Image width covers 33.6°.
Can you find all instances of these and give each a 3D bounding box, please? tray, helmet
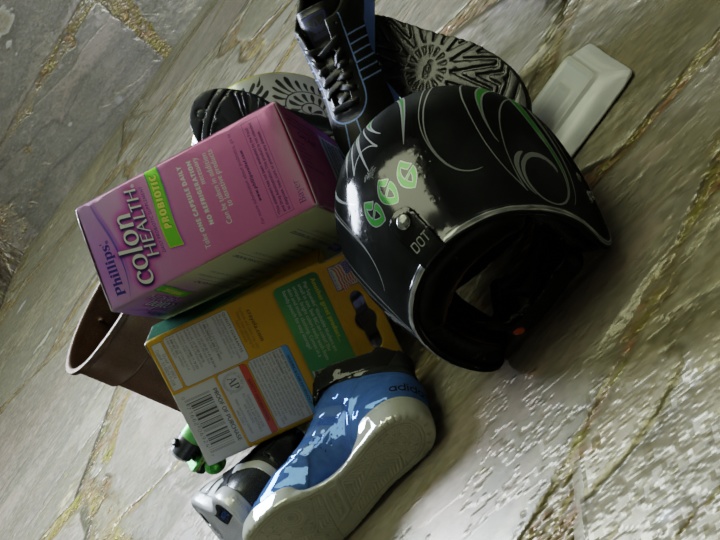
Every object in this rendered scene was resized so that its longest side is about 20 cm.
[{"bbox_3d":[0.147,-0.105,1.025,0.201,0.022,0.108,-54,20,13],"label":"tray"},{"bbox_3d":[0.075,-0.043,0.896,0.201,0.199,0.192,-50,39,21],"label":"helmet"}]

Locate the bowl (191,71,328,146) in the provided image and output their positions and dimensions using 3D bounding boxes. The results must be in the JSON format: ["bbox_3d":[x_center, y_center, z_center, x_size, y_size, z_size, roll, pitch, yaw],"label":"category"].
[{"bbox_3d":[-0.089,-0.111,1.342,0.201,0.199,0.095,-50,30,20],"label":"bowl"}]

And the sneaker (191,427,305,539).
[{"bbox_3d":[-0.088,0.199,1.103,0.112,0.073,0.200,-42,2,-21],"label":"sneaker"}]

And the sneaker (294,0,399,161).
[{"bbox_3d":[-0.018,-0.176,1.017,0.070,0.078,0.203,-23,68,30],"label":"sneaker"}]

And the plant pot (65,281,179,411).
[{"bbox_3d":[-0.185,0.069,1.299,0.200,0.197,0.201,-46,24,27],"label":"plant pot"}]

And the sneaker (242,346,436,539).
[{"bbox_3d":[-0.024,0.146,0.987,0.200,0.076,0.112,-46,30,21],"label":"sneaker"}]

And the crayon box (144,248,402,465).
[{"bbox_3d":[-0.070,0.069,1.040,0.198,0.127,0.052,-24,15,5],"label":"crayon box"}]

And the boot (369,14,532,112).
[{"bbox_3d":[0.097,-0.157,1.078,0.211,0.157,0.080,38,100,35],"label":"boot"}]

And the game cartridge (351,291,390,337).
[{"bbox_3d":[0.000,0.000,1.159,0.130,0.038,0.200,-43,23,6],"label":"game cartridge"}]

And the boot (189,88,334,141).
[{"bbox_3d":[-0.059,-0.135,1.214,0.162,0.196,0.074,-37,-37,-74],"label":"boot"}]

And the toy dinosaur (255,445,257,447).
[{"bbox_3d":[-0.075,0.106,1.170,0.201,0.076,0.103,-55,34,22],"label":"toy dinosaur"}]

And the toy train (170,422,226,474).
[{"bbox_3d":[-0.110,0.104,1.100,0.201,0.056,0.042,-56,42,11],"label":"toy train"}]

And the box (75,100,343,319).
[{"bbox_3d":[-0.110,-0.042,1.038,0.198,0.098,0.176,-27,-12,13],"label":"box"}]
